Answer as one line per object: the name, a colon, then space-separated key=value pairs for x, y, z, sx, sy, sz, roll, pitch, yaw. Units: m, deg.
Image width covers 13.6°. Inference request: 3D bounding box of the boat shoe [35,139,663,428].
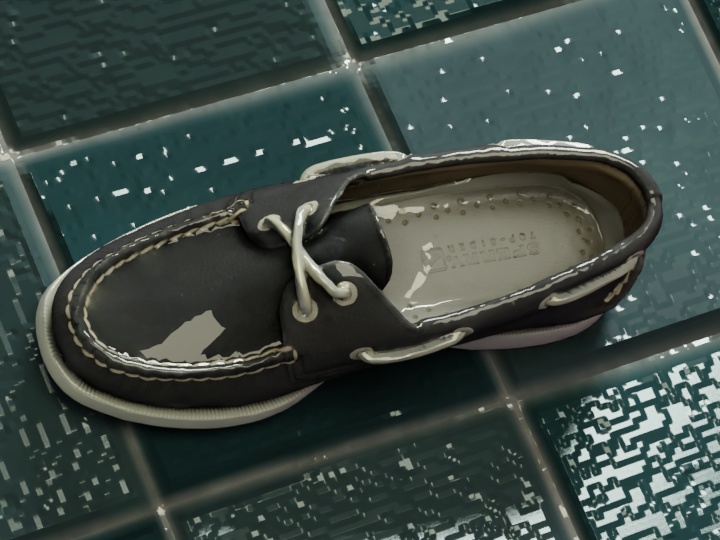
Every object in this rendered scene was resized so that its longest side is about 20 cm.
boat shoe: x=0.000 y=0.000 z=0.927 sx=0.199 sy=0.060 sz=0.074 roll=-6 pitch=70 yaw=-21
